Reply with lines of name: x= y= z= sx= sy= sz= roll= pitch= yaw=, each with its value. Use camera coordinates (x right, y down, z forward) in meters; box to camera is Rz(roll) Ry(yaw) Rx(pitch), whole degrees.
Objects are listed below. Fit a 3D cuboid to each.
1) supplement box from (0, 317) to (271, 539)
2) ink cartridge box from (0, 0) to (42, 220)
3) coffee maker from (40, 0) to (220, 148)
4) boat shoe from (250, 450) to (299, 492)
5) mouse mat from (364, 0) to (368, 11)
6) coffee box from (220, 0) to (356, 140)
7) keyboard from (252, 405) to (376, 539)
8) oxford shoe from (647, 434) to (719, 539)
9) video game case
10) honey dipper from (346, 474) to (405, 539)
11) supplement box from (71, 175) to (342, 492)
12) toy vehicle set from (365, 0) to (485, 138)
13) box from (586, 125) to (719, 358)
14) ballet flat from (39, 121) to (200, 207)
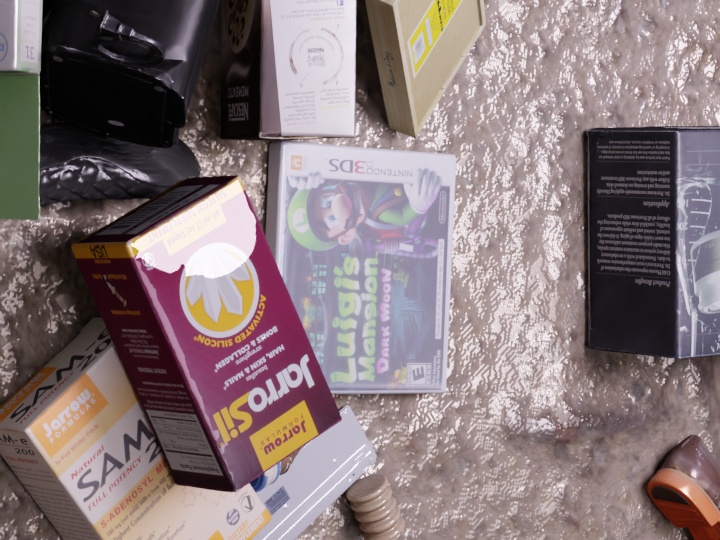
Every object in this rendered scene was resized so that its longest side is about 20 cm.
supplement box: x=-0.172 y=0.151 z=1.654 sx=0.126 sy=0.073 sz=0.201 roll=-46 pitch=116 yaw=-27
ink cartridge box: x=-0.289 y=-0.137 z=1.514 sx=0.048 sy=0.144 sz=0.202 roll=0 pitch=92 yaw=-72
coffee maker: x=-0.144 y=-0.212 z=1.572 sx=0.134 sy=0.192 sz=0.201 roll=23 pitch=70 yaw=-24
boat shoe: x=-0.100 y=0.068 z=1.714 sx=0.072 sy=0.072 sz=0.202 roll=-30 pitch=109 yaw=-48
mouse mat: x=0.013 y=-0.275 z=1.716 sx=0.200 sy=0.007 sz=0.162 roll=64 pitch=29 yaw=-71
coffee box: x=-0.056 y=-0.200 z=1.691 sx=0.079 sy=0.113 sz=0.202 roll=-1 pitch=92 yaw=-20
keyboard: x=-0.064 y=0.191 z=1.778 sx=0.200 sy=0.011 sz=0.056 roll=-42 pitch=110 yaw=-28
oxford shoe: x=0.347 y=0.236 z=2.048 sx=0.200 sy=0.071 sz=0.073 roll=51 pitch=59 yaw=-26
video game case: x=0.000 y=0.000 z=1.806 sx=0.181 sy=0.023 sz=0.202 roll=2 pitch=91 yaw=-36
honey dipper: x=0.040 y=0.262 z=1.843 sx=0.038 sy=0.038 sz=0.201 roll=-35 pitch=115 yaw=-30
supplement box: x=-0.110 y=0.046 z=1.599 sx=0.110 sy=0.085 sz=0.201 roll=-32 pitch=108 yaw=-31
toy vehicle set: x=0.054 y=-0.207 z=1.760 sx=0.125 sy=0.026 sz=0.200 roll=-59 pitch=161 yaw=-21
box: x=0.311 y=-0.029 z=1.977 sx=0.199 sy=0.124 sz=0.198 roll=-4 pitch=97 yaw=-36
ballet flat: x=-0.206 y=-0.077 z=1.643 sx=0.199 sy=0.057 sz=0.067 roll=-2 pitch=58 yaw=-39
